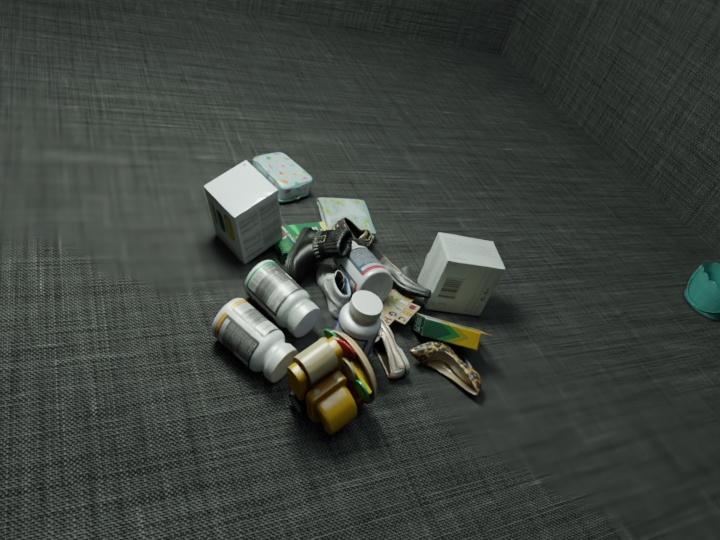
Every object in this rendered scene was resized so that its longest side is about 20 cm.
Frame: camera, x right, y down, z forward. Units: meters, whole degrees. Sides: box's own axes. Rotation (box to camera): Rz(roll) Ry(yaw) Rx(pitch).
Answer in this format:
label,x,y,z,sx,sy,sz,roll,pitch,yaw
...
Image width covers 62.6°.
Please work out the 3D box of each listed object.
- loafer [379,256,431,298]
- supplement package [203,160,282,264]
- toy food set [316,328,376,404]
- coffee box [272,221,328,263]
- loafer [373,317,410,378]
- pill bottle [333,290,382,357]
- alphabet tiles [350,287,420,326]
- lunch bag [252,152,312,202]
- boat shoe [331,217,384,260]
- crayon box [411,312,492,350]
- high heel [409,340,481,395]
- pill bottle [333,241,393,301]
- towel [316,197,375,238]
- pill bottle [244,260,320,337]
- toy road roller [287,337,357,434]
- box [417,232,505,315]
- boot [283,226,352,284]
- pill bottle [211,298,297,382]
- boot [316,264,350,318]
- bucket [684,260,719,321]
label,x,y,z,sx,sy,sz,roll,pitch,yaw
loafer,0.128,0.021,1.767,0.196,0.074,0.073,26,-4,20
supplement package,-0.326,-0.163,1.671,0.150,0.202,0.151,-36,63,-25
toy food set,-0.032,0.228,1.395,0.048,0.198,0.202,-29,79,-26
coffee box,-0.175,-0.089,1.813,0.195,0.045,0.124,-7,47,-32
loafer,0.059,0.198,1.576,0.061,0.073,0.202,-15,54,-28
pill bottle,-0.011,0.151,1.486,0.109,0.203,0.114,13,38,-10
alphabet tiles,0.068,0.091,1.715,0.196,0.006,0.166,24,37,24
lunch bag,-0.264,-0.316,2.007,0.158,0.078,0.200,-22,55,-43
boat shoe,0.001,-0.088,1.843,0.198,0.073,0.075,35,39,-14
crayon box,0.252,0.173,1.656,0.194,0.053,0.126,15,0,-8
high heel,0.230,0.263,1.573,0.195,0.072,0.144,12,34,-25
pill bottle,0.000,0.000,1.723,0.117,0.122,0.200,-5,34,-29
towel,-0.047,-0.173,1.969,0.166,0.049,0.203,4,42,-22
pill bottle,-0.204,0.075,1.554,0.199,0.115,0.112,41,42,22
toy road roller,-0.076,0.267,1.321,0.121,0.203,0.146,-31,56,-26
box,0.300,0.014,1.793,0.194,0.202,0.133,7,40,-17
boot,-0.119,-0.038,1.672,0.154,0.080,0.215,7,59,23
pill bottle,-0.253,0.168,1.421,0.198,0.118,0.116,37,41,18
boot,-0.070,0.032,1.680,0.072,0.097,0.202,-1,44,-26
bucket,1.361,0.082,2.271,0.201,0.137,0.210,13,38,-10
